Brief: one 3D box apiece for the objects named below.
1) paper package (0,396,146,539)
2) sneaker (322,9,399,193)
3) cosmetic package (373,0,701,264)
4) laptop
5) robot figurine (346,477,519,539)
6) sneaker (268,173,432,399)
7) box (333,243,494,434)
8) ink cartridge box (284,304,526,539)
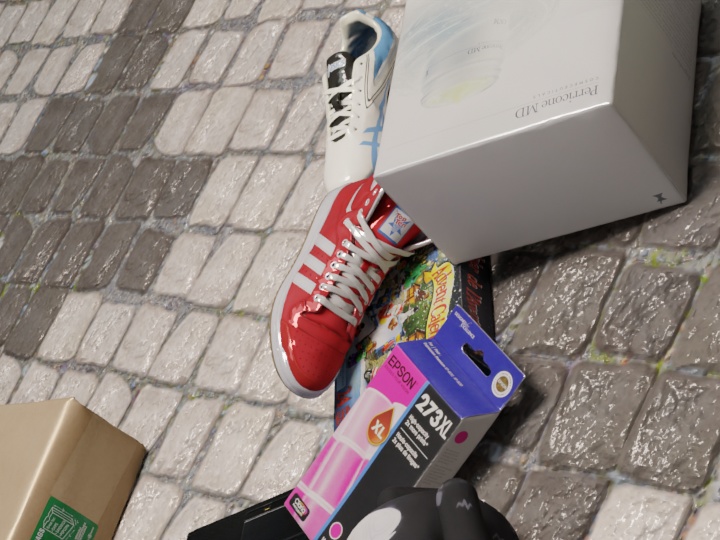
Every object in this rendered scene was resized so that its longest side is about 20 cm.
[{"bbox_3d":[-0.308,0.224,1.755,0.190,0.103,0.200,-10,51,51],"label":"paper package"},{"bbox_3d":[-0.009,-0.146,1.732,0.072,0.072,0.200,-25,43,38],"label":"sneaker"},{"bbox_3d":[0.133,-0.136,1.439,0.199,0.123,0.200,-16,48,32],"label":"cosmetic package"},{"bbox_3d":[-0.126,0.243,1.478,0.177,0.103,0.200,-26,41,39],"label":"laptop"},{"bbox_3d":[0.052,0.220,1.225,0.125,0.150,0.200,-30,29,12],"label":"robot figurine"},{"bbox_3d":[0.000,0.000,1.498,0.112,0.071,0.200,-25,39,46],"label":"sneaker"},{"bbox_3d":[0.039,0.030,1.521,0.136,0.038,0.200,-36,35,30],"label":"box"},{"bbox_3d":[0.030,0.125,1.403,0.200,0.037,0.095,-54,45,12],"label":"ink cartridge box"}]
